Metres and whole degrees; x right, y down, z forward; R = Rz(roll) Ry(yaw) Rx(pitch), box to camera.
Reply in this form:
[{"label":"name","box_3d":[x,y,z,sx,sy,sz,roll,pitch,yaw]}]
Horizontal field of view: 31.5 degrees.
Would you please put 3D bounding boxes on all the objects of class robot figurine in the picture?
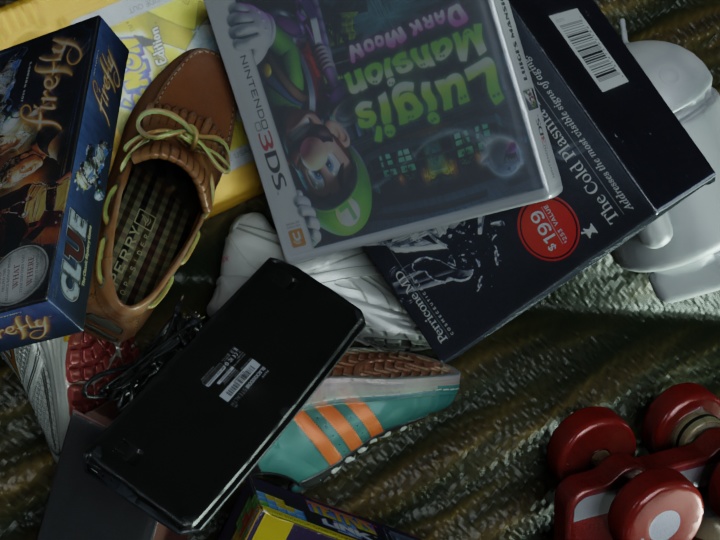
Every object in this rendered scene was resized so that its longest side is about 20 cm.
[{"label":"robot figurine","box_3d":[0.213,-0.078,0.918,0.112,0.170,0.201,-19,106,24]}]

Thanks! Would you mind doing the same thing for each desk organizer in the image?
[{"label":"desk organizer","box_3d":[-0.155,0.179,0.794,0.071,0.077,0.201,23,106,13]}]

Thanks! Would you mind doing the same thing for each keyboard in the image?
[{"label":"keyboard","box_3d":[-0.086,0.067,0.760,0.104,0.040,0.200,35,47,8]}]

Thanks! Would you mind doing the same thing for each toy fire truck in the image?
[{"label":"toy fire truck","box_3d":[0.227,0.189,0.943,0.199,0.112,0.169,-11,117,-19]}]

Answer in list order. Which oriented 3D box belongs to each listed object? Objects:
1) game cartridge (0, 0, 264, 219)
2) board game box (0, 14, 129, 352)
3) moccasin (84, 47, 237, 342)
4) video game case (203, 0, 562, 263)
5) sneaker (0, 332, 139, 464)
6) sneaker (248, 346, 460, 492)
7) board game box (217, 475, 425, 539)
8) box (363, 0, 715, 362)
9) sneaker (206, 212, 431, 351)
[{"label":"game cartridge","box_3d":[-0.130,-0.117,0.841,0.199,0.032,0.177,-27,99,-20]},{"label":"board game box","box_3d":[-0.206,-0.043,0.716,0.035,0.135,0.201,52,30,-48]},{"label":"moccasin","box_3d":[-0.119,-0.055,0.771,0.074,0.078,0.202,36,56,-19]},{"label":"video game case","box_3d":[0.006,-0.109,0.752,0.023,0.199,0.183,-25,99,-52]},{"label":"sneaker","box_3d":[-0.197,0.033,0.801,0.078,0.082,0.201,-39,122,-60]},{"label":"sneaker","box_3d":[-0.025,0.103,0.864,0.199,0.071,0.080,-5,107,-23]},{"label":"board game box","box_3d":[-0.038,0.255,0.833,0.165,0.057,0.201,24,98,-17]},{"label":"box","box_3d":[0.079,-0.079,0.792,0.200,0.182,0.104,56,38,7]},{"label":"sneaker","box_3d":[0.000,0.000,0.862,0.199,0.078,0.100,8,78,-16]}]
